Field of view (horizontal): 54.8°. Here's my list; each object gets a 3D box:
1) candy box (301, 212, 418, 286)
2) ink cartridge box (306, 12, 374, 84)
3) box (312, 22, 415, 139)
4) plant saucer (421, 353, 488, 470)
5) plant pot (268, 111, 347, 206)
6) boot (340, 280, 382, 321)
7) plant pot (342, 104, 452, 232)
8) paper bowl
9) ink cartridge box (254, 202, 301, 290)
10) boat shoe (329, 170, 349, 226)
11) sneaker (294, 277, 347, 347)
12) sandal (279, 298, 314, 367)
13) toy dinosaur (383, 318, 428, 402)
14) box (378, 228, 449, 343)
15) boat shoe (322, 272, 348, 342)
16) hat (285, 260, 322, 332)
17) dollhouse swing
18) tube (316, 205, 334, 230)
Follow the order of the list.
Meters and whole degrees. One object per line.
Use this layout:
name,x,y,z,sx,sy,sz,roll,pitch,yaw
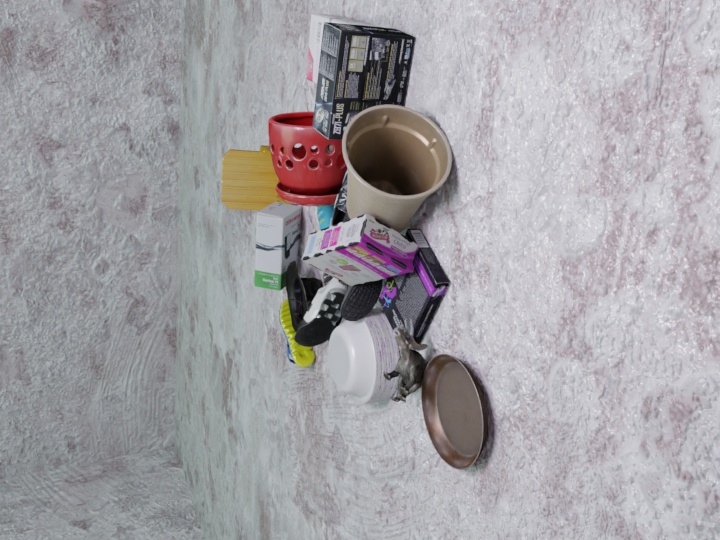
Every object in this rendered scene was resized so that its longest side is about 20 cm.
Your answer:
candy box,-0.003,-0.035,1.326,0.198,0.135,0.062,-14,55,51
ink cartridge box,-0.044,-0.472,1.520,0.200,0.081,0.150,-136,48,-55
box,0.004,-0.363,1.348,0.086,0.160,0.204,45,134,52
plant saucer,0.171,0.250,1.244,0.199,0.031,0.206,-164,73,-64
plant pot,-0.110,-0.253,1.568,0.200,0.196,0.187,40,132,55
boot,0.000,0.000,1.493,0.203,0.069,0.131,-61,31,5
plant pot,0.050,-0.165,1.282,0.185,0.196,0.204,109,147,-60
paper bowl,-0.002,0.188,1.516,0.200,0.102,0.206,-167,75,-64
ink cartridge box,-0.223,-0.069,1.881,0.147,0.081,0.205,-49,-34,-66
boat shoe,-0.023,-0.146,1.500,0.068,0.071,0.203,-59,-7,-61
sneaker,-0.084,0.092,1.585,0.201,0.073,0.089,-50,25,31
sandal,-0.186,0.179,1.933,0.087,0.078,0.205,130,131,-61
toy dinosaur,0.098,0.198,1.333,0.076,0.102,0.202,27,150,36
box,0.100,0.042,1.357,0.145,0.035,0.202,65,146,38
boat shoe,-0.048,0.076,1.645,0.074,0.074,0.206,-55,-36,-82
hat,-0.134,0.074,1.797,0.200,0.079,0.206,173,90,-72
dollhouse swing,-0.289,-0.241,1.967,0.181,0.172,0.205,38,126,57
tube,-0.087,-0.174,1.709,0.077,0.049,0.204,-44,50,49
